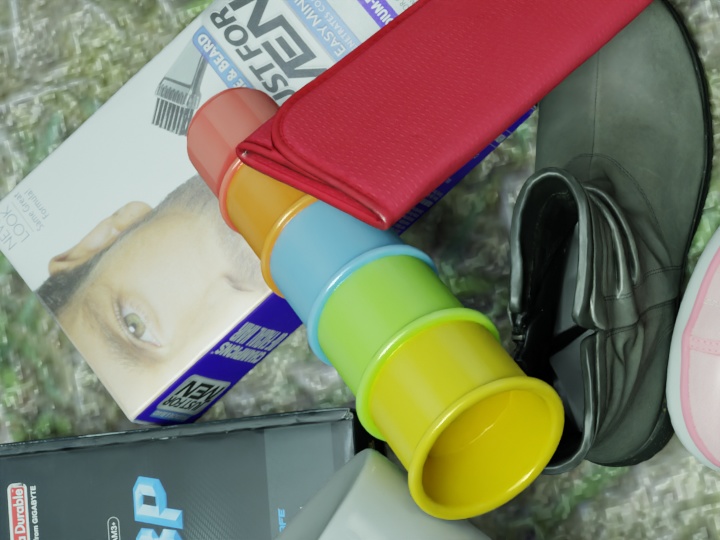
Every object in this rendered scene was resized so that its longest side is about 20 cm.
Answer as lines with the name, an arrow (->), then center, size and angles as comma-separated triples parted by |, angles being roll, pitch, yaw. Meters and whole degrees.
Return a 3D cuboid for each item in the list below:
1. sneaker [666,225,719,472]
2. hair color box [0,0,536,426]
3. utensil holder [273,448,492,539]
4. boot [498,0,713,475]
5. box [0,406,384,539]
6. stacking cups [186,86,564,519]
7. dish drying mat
sneaker -> 0.186, -0.008, 0.903 | 0.075, 0.105, 0.201 | 33, 92, -15
hair color box -> -0.041, -0.042, 1.008 | 0.200, 0.065, 0.109 | -43, 74, 10
utensil holder -> 0.030, 0.185, 0.869 | 0.200, 0.170, 0.170 | 39, 96, -3
boot -> 0.088, -0.023, 0.929 | 0.067, 0.131, 0.202 | -2, 82, 16
box -> -0.063, 0.162, 0.997 | 0.158, 0.046, 0.202 | -6, 82, 16
stacking cups -> 0.000, 0.000, 0.895 | 0.060, 0.060, 0.200 | -43, 48, 8
dish drying mat -> 0.047, -0.087, 0.931 | 0.077, 0.018, 0.200 | 26, 52, 34
